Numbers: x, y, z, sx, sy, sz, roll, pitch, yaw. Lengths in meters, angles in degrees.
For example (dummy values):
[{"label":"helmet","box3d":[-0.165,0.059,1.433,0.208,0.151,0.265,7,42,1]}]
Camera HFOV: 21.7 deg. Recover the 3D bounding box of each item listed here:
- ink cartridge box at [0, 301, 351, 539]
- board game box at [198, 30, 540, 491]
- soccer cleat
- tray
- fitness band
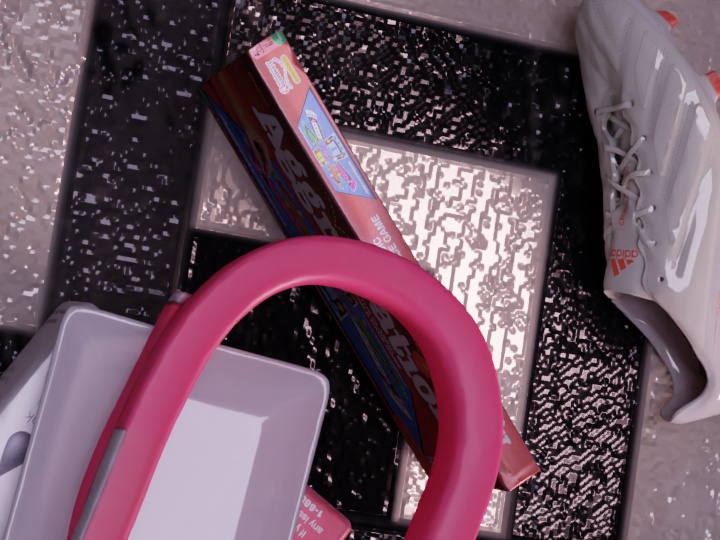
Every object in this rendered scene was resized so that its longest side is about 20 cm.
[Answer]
[{"label":"ink cartridge box","box3d":[-0.123,0.133,0.743,0.145,0.085,0.200,41,79,-10]},{"label":"board game box","box3d":[0.000,0.000,0.777,0.019,0.103,0.201,-32,96,-16]},{"label":"soccer cleat","box3d":[0.134,-0.028,0.840,0.077,0.069,0.201,-26,97,-13]},{"label":"tray","box3d":[-0.086,0.123,0.700,0.107,0.022,0.202,17,82,-17]},{"label":"fitness band","box3d":[-0.028,0.086,0.693,0.143,0.037,0.201,27,80,-17]}]
